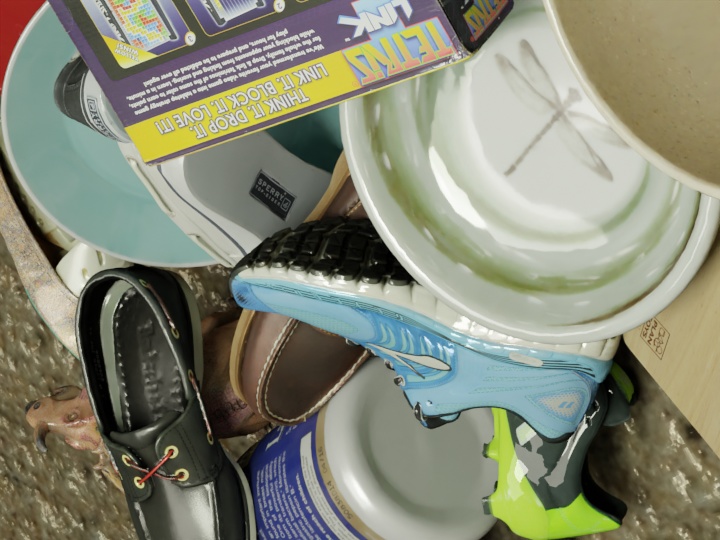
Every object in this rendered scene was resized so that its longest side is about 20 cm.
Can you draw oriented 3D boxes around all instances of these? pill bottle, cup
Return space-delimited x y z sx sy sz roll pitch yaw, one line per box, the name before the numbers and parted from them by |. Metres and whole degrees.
pill bottle | -0.011 0.132 1.627 0.116 0.115 0.200 56 141 5
cup | 0.191 -0.145 1.208 0.200 0.143 0.201 25 128 36

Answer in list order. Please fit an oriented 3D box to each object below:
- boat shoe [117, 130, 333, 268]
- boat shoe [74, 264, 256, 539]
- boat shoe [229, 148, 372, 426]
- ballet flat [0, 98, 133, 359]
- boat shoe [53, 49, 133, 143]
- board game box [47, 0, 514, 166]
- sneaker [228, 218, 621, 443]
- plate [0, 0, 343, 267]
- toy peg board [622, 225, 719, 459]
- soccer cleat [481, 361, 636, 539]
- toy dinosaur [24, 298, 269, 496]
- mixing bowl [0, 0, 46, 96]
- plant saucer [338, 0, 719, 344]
boat shoe | -0.061 -0.033 1.542 0.065 0.072 0.200 18 168 37
boat shoe | -0.111 0.096 1.597 0.073 0.063 0.203 -18 80 25
boat shoe | 0.000 0.000 1.509 0.070 0.070 0.201 44 113 43
ballet flat | -0.182 -0.025 1.761 0.200 0.068 0.067 54 134 5
boat shoe | -0.070 -0.134 1.470 0.068 0.199 0.074 18 146 53
board game box | -0.054 -0.151 1.319 0.199 0.057 0.166 -15 115 37
sneaker | 0.025 0.037 1.444 0.199 0.078 0.090 17 114 13
plate | -0.093 -0.092 1.555 0.026 0.199 0.201 -105 14 -55
toy peg board | 0.234 0.014 1.323 0.199 0.097 0.201 53 143 35
soccer cleat | 0.100 0.042 1.500 0.081 0.068 0.201 -2 105 15
toy dinosaur | -0.092 0.073 1.664 0.200 0.135 0.086 -25 94 51
mixing bowl | -0.152 -0.148 1.616 0.200 0.108 0.201 27 131 36
plant saucer | 0.085 -0.066 1.350 0.199 0.050 0.201 13 117 28
